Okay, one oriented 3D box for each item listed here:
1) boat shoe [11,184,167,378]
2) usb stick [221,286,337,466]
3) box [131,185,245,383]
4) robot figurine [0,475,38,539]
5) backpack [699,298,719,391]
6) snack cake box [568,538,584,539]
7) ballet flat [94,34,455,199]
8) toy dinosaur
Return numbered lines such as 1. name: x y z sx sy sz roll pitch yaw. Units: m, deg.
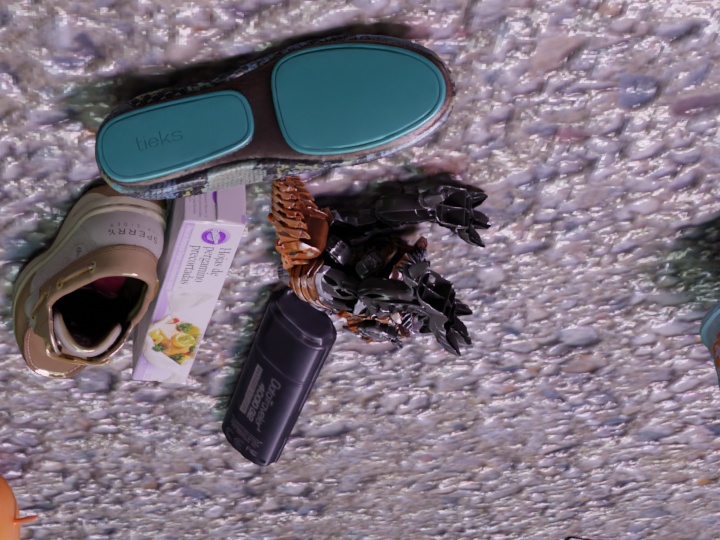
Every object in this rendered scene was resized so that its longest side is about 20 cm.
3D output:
1. boat shoe: -0.176 0.024 0.979 0.073 0.067 0.200 9 146 -21
2. usb stick: -0.060 0.079 1.101 0.055 0.033 0.200 41 146 11
3. box: -0.112 0.009 0.988 0.038 0.042 0.200 5 146 -16
4. robot figurine: -0.350 0.202 1.196 0.198 0.117 0.145 4 105 -13
5. backpack: 0.319 0.045 0.995 0.199 0.152 0.177 15 141 -41
6. snack cake box: 0.183 0.352 1.506 0.067 0.116 0.200 12 145 -25
7. ballet flat: -0.044 -0.081 0.844 0.198 0.075 0.074 -8 148 9
8. toy dinosaur: 0.000 0.000 0.948 0.135 0.103 0.200 -1 175 27
